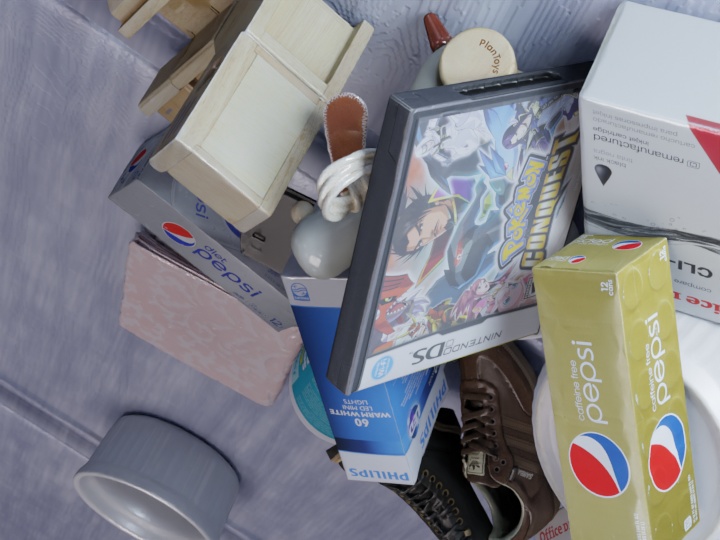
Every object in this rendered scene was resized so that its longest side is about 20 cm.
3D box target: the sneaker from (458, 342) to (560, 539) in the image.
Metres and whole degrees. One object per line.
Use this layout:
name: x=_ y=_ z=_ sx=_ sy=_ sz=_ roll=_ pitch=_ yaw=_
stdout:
sneaker: x=0.121 y=0.147 z=1.328 sx=0.070 sy=0.075 sz=0.202 roll=-2 pitch=115 yaw=46

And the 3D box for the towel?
towel: x=-0.149 y=0.049 z=1.519 sx=0.189 sy=0.032 sz=0.200 roll=29 pitch=151 yaw=1

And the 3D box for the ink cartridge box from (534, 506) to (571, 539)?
ink cartridge box: x=0.247 y=0.278 z=1.373 sx=0.124 sy=0.203 sz=0.129 roll=-5 pitch=160 yaw=-22

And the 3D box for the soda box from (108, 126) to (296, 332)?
soda box: x=-0.114 y=-0.034 z=1.316 sx=0.199 sy=0.064 sz=0.068 roll=39 pitch=151 yaw=-19

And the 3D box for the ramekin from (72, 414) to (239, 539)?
ramekin: x=-0.246 y=0.266 z=1.895 sx=0.198 sy=0.098 sz=0.201 roll=22 pitch=152 yaw=13

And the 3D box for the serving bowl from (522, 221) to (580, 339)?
serving bowl: x=0.082 y=-0.033 z=1.140 sx=0.198 sy=0.066 sz=0.201 roll=22 pitch=151 yaw=13

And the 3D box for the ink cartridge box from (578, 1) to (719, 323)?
ink cartridge box: x=0.218 y=-0.057 z=0.960 sx=0.143 sy=0.084 sz=0.201 roll=17 pitch=151 yaw=21

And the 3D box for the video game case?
video game case: x=0.070 y=-0.028 z=0.969 sx=0.025 sy=0.179 sz=0.202 roll=39 pitch=128 yaw=37

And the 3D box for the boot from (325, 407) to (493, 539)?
boot: x=0.058 y=0.194 z=1.328 sx=0.077 sy=0.140 sz=0.199 roll=-31 pitch=163 yaw=28

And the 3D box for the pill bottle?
pill bottle: x=-0.001 y=0.090 z=1.369 sx=0.110 sy=0.112 sz=0.200 roll=30 pitch=151 yaw=-4

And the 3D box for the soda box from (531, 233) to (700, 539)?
soda box: x=0.165 y=0.082 z=0.979 sx=0.063 sy=0.067 sz=0.203 roll=4 pitch=112 yaw=40

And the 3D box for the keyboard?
keyboard: x=0.000 y=0.000 z=1.179 sx=0.198 sy=0.040 sz=0.105 roll=28 pitch=129 yaw=2

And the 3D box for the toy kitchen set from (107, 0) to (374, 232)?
toy kitchen set: x=-0.134 y=-0.124 z=1.059 sx=0.163 sy=0.182 sz=0.199 roll=38 pitch=146 yaw=-17

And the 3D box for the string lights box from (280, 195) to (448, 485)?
string lights box: x=0.008 y=0.049 z=1.111 sx=0.058 sy=0.103 sz=0.202 roll=1 pitch=130 yaw=21

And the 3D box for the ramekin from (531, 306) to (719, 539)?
ramekin: x=0.210 y=0.109 z=1.068 sx=0.201 sy=0.094 sz=0.205 roll=18 pitch=120 yaw=34

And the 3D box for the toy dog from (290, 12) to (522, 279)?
toy dog: x=0.024 y=-0.094 z=0.993 sx=0.097 sy=0.199 sz=0.132 roll=49 pitch=160 yaw=24
